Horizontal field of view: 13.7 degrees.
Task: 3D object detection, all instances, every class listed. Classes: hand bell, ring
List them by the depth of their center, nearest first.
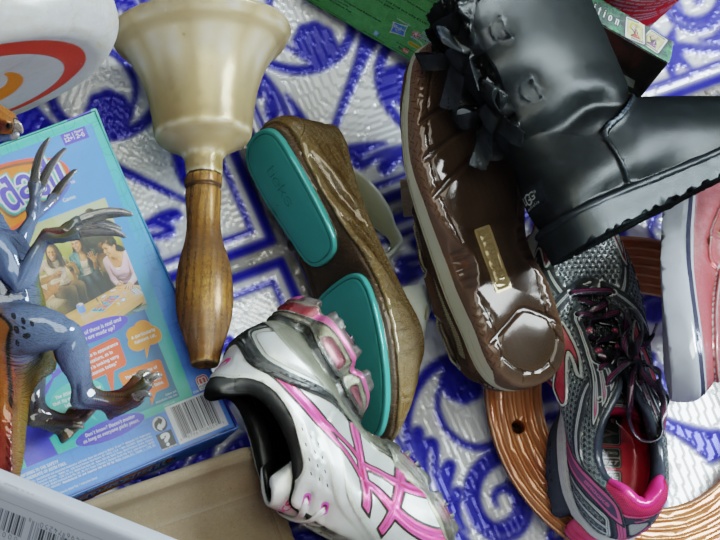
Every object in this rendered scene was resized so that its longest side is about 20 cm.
[{"bbox_3d":[-0.086,-0.043,1.671,0.104,0.104,0.201,3,69,-17],"label":"hand bell"},{"bbox_3d":[0.165,0.078,1.769,0.200,0.019,0.201,5,74,-16],"label":"ring"}]

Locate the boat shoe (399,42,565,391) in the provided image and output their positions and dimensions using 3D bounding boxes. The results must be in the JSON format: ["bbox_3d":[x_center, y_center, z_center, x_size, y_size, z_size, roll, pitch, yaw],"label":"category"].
[{"bbox_3d":[0.055,-0.028,1.707,0.074,0.075,0.203,-10,88,-24],"label":"boat shoe"}]

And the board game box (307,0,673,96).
[{"bbox_3d":[0.074,-0.147,1.761,0.200,0.105,0.024,30,49,-8],"label":"board game box"}]

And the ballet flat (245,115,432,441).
[{"bbox_3d":[0.000,0.000,1.724,0.072,0.068,0.201,-13,74,-41],"label":"ballet flat"}]

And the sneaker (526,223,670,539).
[{"bbox_3d":[0.144,0.056,1.718,0.080,0.075,0.201,-5,76,-19],"label":"sneaker"}]

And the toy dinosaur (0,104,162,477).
[{"bbox_3d":[-0.184,0.006,1.560,0.182,0.105,0.200,49,60,-16],"label":"toy dinosaur"}]

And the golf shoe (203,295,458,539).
[{"bbox_3d":[-0.016,0.119,1.655,0.092,0.073,0.200,-37,100,-32],"label":"golf shoe"}]

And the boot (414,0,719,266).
[{"bbox_3d":[0.136,-0.106,1.682,0.198,0.073,0.163,-24,84,-33],"label":"boot"}]

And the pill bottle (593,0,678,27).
[{"bbox_3d":[0.160,-0.209,1.754,0.112,0.200,0.113,5,73,-16],"label":"pill bottle"}]

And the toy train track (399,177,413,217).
[{"bbox_3d":[0.074,-0.095,1.742,0.114,0.033,0.201,-8,112,-5],"label":"toy train track"}]

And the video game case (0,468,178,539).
[{"bbox_3d":[-0.129,0.219,1.543,0.199,0.023,0.183,20,103,13],"label":"video game case"}]

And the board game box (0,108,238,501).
[{"bbox_3d":[-0.178,0.029,1.660,0.152,0.045,0.201,-21,82,-21],"label":"board game box"}]

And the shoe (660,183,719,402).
[{"bbox_3d":[0.217,0.005,1.704,0.091,0.072,0.200,-1,31,7],"label":"shoe"}]

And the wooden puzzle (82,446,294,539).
[{"bbox_3d":[-0.105,0.217,1.634,0.184,0.037,0.201,-18,86,-23],"label":"wooden puzzle"}]

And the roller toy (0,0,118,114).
[{"bbox_3d":[-0.234,-0.160,1.626,0.182,0.200,0.140,-11,76,-31],"label":"roller toy"}]
